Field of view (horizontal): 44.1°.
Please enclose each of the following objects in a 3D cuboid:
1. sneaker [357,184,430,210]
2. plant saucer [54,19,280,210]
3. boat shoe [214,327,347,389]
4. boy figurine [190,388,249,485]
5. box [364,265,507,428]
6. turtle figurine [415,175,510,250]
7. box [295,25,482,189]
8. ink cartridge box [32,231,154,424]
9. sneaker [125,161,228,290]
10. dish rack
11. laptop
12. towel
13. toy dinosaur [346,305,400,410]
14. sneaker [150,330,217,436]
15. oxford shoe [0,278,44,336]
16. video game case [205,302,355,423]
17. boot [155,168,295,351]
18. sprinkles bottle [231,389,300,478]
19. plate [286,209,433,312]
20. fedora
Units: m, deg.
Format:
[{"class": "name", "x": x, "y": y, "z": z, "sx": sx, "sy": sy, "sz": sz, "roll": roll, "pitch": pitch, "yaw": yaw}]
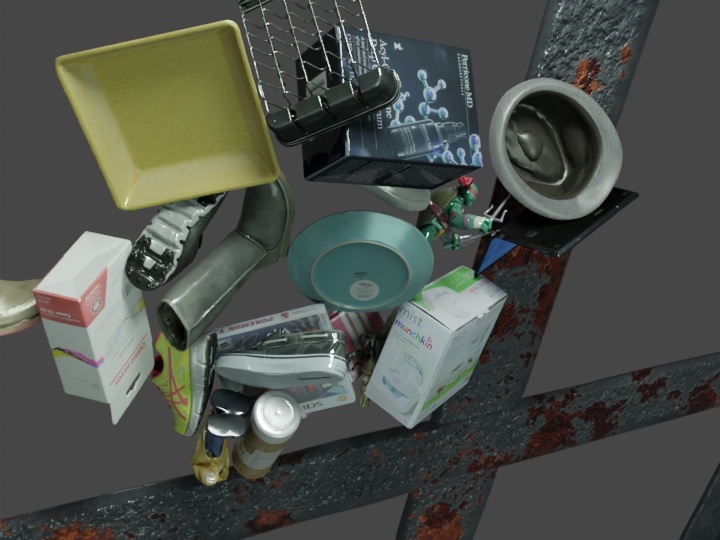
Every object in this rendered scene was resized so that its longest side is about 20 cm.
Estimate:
[{"class": "sneaker", "x": 0.035, "y": -0.143, "z": 1.164, "sx": 0.198, "sy": 0.073, "sz": 0.085, "roll": 22, "pitch": 112, "yaw": -40}, {"class": "plant saucer", "x": -0.203, "y": -0.174, "z": 0.972, "sx": 0.195, "sy": 0.049, "sz": 0.203, "roll": -10, "pitch": 132, "yaw": 4}, {"class": "boat shoe", "x": -0.103, "y": 0.114, "z": 1.194, "sx": 0.195, "sy": 0.072, "sz": 0.072, "roll": -3, "pitch": 152, "yaw": 23}, {"class": "boy figurine", "x": -0.208, "y": 0.254, "z": 1.280, "sx": 0.063, "sy": 0.126, "sz": 0.202, "roll": 11, "pitch": 141, "yaw": -10}, {"class": "box", "x": 0.118, "y": 0.111, "z": 1.338, "sx": 0.199, "sy": 0.096, "sz": 0.179, "roll": -25, "pitch": 141, "yaw": -54}, {"class": "turtle figurine", "x": 0.120, "y": -0.060, "z": 1.269, "sx": 0.199, "sy": 0.101, "sz": 0.150, "roll": -40, "pitch": 175, "yaw": -6}, {"class": "box", "x": 0.034, "y": -0.186, "z": 1.060, "sx": 0.196, "sy": 0.106, "sz": 0.152, "roll": 0, "pitch": 80, "yaw": -33}, {"class": "ink cartridge box", "x": -0.313, "y": 0.073, "z": 1.069, "sx": 0.066, "sy": 0.117, "sz": 0.203, "roll": 10, "pitch": 129, "yaw": 15}, {"class": "sneaker", "x": -0.212, "y": -0.063, "z": 1.076, "sx": 0.203, "sy": 0.066, "sz": 0.091, "roll": -59, "pitch": 178, "yaw": -9}, {"class": "dish rack", "x": -0.054, "y": -0.254, "z": 0.952, "sx": 0.150, "sy": 0.205, "sz": 0.054, "roll": -19, "pitch": 170, "yaw": 15}, {"class": "laptop", "x": 0.279, "y": -0.049, "z": 1.298, "sx": 0.176, "sy": 0.198, "sz": 0.105, "roll": -34, "pitch": 123, "yaw": -24}, {"class": "towel", "x": -0.045, "y": 0.134, "z": 1.354, "sx": 0.198, "sy": 0.030, "sz": 0.147, "roll": -35, "pitch": 134, "yaw": -5}, {"class": "toy dinosaur", "x": 0.020, "y": 0.118, "z": 1.335, "sx": 0.087, "sy": 0.047, "sz": 0.203, "roll": 2, "pitch": 121, "yaw": -48}, {"class": "sneaker", "x": -0.247, "y": 0.147, "z": 1.215, "sx": 0.088, "sy": 0.079, "sz": 0.203, "roll": 13, "pitch": 131, "yaw": -2}, {"class": "oxford shoe", "x": -0.431, "y": 0.031, "z": 1.002, "sx": 0.196, "sy": 0.070, "sz": 0.076, "roll": -13, "pitch": 121, "yaw": -30}, {"class": "video game case", "x": -0.114, "y": 0.141, "z": 1.277, "sx": 0.178, "sy": 0.023, "sz": 0.203, "roll": -14, "pitch": 132, "yaw": 4}, {"class": "boot", "x": -0.167, "y": -0.019, "z": 1.078, "sx": 0.199, "sy": 0.072, "sz": 0.184, "roll": -37, "pitch": 145, "yaw": -32}, {"class": "sprinkles bottle", "x": -0.138, "y": 0.240, "z": 1.282, "sx": 0.067, "sy": 0.069, "sz": 0.201, "roll": -12, "pitch": 156, "yaw": -24}, {"class": "plate", "x": 0.000, "y": 0.000, "z": 1.171, "sx": 0.195, "sy": 0.026, "sz": 0.203, "roll": -1, "pitch": 138, "yaw": -1}, {"class": "fedora", "x": 0.257, "y": -0.169, "z": 1.244, "sx": 0.198, "sy": 0.090, "sz": 0.179, "roll": 31, "pitch": 86, "yaw": -13}]
